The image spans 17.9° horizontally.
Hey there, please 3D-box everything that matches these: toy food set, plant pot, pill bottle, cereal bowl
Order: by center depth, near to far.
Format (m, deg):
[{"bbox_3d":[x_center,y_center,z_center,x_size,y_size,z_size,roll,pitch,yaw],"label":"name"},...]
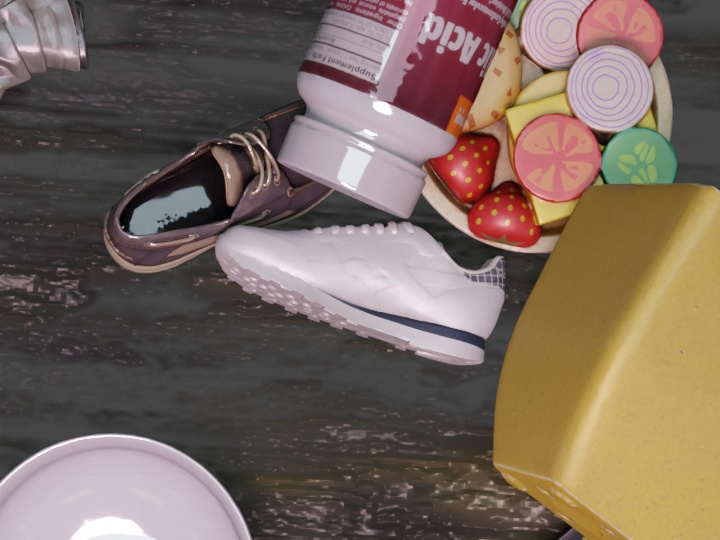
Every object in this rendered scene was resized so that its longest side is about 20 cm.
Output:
[{"bbox_3d":[0.196,0.082,1.453,0.194,0.195,0.200,38,81,-15],"label":"plant pot"},{"bbox_3d":[0.028,-0.144,1.486,0.114,0.114,0.201,23,90,0],"label":"pill bottle"},{"bbox_3d":[-0.164,0.209,1.500,0.199,0.083,0.201,0,83,-3],"label":"cereal bowl"},{"bbox_3d":[0.122,-0.113,1.568,0.197,0.049,0.201,-17,85,-5],"label":"toy food set"}]

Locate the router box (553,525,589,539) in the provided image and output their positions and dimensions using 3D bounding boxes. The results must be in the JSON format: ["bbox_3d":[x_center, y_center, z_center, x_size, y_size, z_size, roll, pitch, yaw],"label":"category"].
[{"bbox_3d":[0.127,0.280,1.522,0.200,0.051,0.149,-40,85,-7],"label":"router box"}]

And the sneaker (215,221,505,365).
[{"bbox_3d":[0.000,0.000,1.539,0.199,0.076,0.081,19,84,-12],"label":"sneaker"}]

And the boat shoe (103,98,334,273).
[{"bbox_3d":[-0.081,-0.059,1.539,0.199,0.073,0.075,-31,86,-6],"label":"boat shoe"}]

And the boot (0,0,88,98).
[{"bbox_3d":[-0.243,-0.132,1.546,0.130,0.068,0.201,-11,86,-10],"label":"boot"}]
